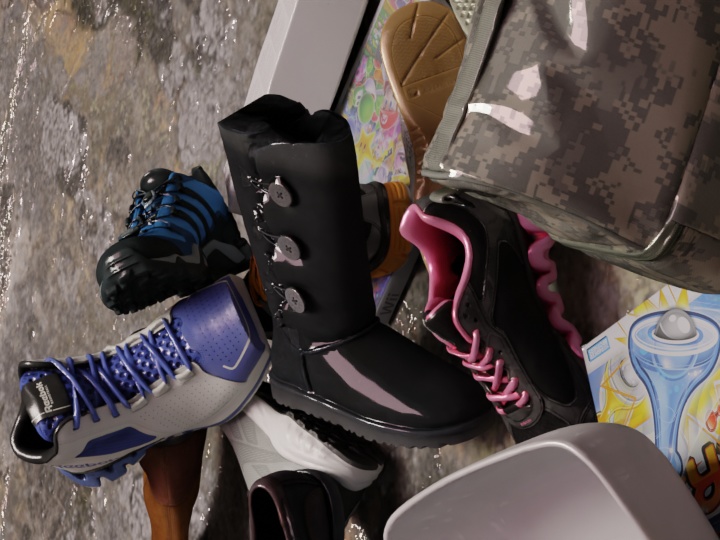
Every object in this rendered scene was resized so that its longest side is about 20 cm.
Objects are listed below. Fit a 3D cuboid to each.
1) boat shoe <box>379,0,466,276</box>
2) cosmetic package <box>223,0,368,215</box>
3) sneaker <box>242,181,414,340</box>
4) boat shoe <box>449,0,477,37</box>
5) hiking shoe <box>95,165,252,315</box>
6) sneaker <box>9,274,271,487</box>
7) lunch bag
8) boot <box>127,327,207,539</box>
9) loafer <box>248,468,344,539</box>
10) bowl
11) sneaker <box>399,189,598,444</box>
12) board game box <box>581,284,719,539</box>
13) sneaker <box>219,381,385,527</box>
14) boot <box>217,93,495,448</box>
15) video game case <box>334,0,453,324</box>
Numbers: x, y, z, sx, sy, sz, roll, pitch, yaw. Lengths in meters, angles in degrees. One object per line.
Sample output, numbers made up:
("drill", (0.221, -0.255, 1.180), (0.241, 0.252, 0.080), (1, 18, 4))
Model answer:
("boat shoe", (0.063, -0.065, 1.352), (0.069, 0.071, 0.200), (19, -121, -82))
("cosmetic package", (-0.043, -0.139, 1.534), (0.083, 0.051, 0.200), (-107, 33, -64))
("sneaker", (-0.042, -0.010, 1.468), (0.200, 0.077, 0.078), (-41, 53, 51))
("boat shoe", (0.109, -0.109, 1.279), (0.075, 0.062, 0.200), (-37, 48, 18))
("hiking shoe", (-0.138, -0.024, 1.487), (0.074, 0.200, 0.087), (-24, 88, 14))
("sneaker", (-0.161, 0.082, 1.466), (0.199, 0.115, 0.081), (-36, 68, 23))
("lunch bag", (0.132, -0.106, 1.104), (0.139, 0.167, 0.200), (20, 90, 66))
("boot", (-0.132, 0.152, 1.642), (0.188, 0.068, 0.200), (-108, 14, -68))
("loafer", (-0.046, 0.225, 1.387), (0.072, 0.063, 0.201), (-9, 79, 34))
("bowl", (0.124, 0.174, 1.140), (0.200, 0.075, 0.200), (-33, 88, 51))
("sneaker", (0.077, 0.039, 1.258), (0.079, 0.095, 0.200), (-30, 76, 51))
("board game box", (0.196, 0.060, 1.133), (0.200, 0.034, 0.136), (-43, 49, 48))
("sneaker", (-0.062, 0.123, 1.504), (0.200, 0.074, 0.079), (33, 102, 56))
("boot", (-0.001, 0.000, 1.334), (0.165, 0.066, 0.200), (10, 120, 32))
("video game case", (0.021, -0.085, 1.467), (0.143, 0.018, 0.200), (57, 132, 46))
